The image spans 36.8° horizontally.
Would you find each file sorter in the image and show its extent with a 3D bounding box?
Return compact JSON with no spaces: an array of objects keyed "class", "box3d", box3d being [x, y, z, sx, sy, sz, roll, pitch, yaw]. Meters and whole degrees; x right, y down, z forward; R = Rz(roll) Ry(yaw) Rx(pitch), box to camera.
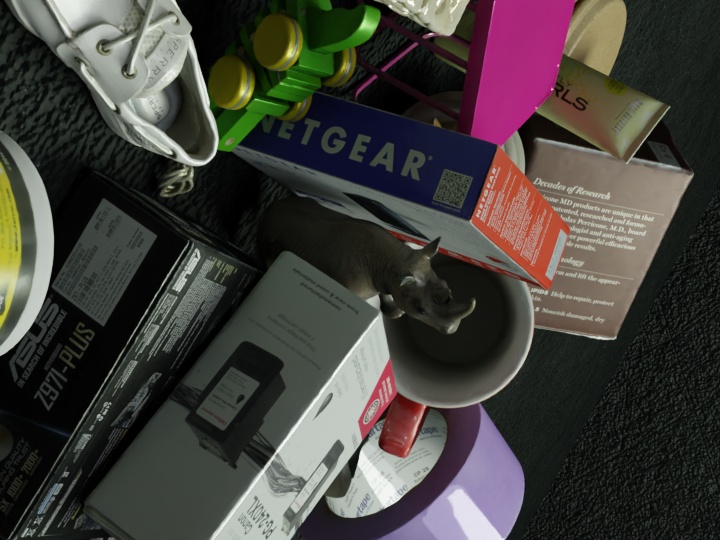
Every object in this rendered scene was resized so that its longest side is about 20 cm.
[{"class":"file sorter","box3d":[0.073,-0.198,0.778,0.139,0.124,0.202,-44,155,-33]}]

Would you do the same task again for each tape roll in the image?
[{"class":"tape roll","box3d":[0.044,0.201,0.981,0.200,0.199,0.085,-48,114,-25]}]

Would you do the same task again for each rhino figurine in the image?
[{"class":"rhino figurine","box3d":[0.000,0.000,0.749,0.060,0.198,0.089,-39,128,-31]}]

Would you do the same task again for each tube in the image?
[{"class":"tube","box3d":[0.154,-0.160,0.899,0.059,0.199,0.052,-61,160,11]}]

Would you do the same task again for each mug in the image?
[{"class":"mug","box3d":[0.061,0.051,0.920,0.177,0.134,0.200,-39,175,6]}]

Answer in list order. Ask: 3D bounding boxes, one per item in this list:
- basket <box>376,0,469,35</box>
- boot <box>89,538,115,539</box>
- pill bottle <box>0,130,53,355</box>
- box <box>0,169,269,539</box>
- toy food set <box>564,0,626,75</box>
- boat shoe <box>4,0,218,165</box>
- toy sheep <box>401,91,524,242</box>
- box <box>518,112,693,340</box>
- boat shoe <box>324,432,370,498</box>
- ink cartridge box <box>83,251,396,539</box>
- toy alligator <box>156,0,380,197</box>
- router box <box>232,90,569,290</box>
[{"class":"basket","box3d":[-0.006,-0.243,0.511,0.202,0.160,0.198,-60,159,10]},{"class":"boot","box3d":[-0.204,0.243,0.834,0.188,0.068,0.202,-36,153,-58]},{"class":"pill bottle","box3d":[-0.223,-0.009,0.410,0.199,0.112,0.114,-4,123,-63]},{"class":"box","box3d":[-0.151,0.061,0.683,0.202,0.085,0.164,-59,159,1]},{"class":"toy food set","box3d":[0.222,-0.218,1.170,0.199,0.048,0.200,-30,145,-50]},{"class":"boat shoe","box3d":[-0.116,-0.120,0.550,0.071,0.069,0.200,-52,156,-11]},{"class":"toy sheep","box3d":[0.080,-0.089,0.939,0.140,0.136,0.200,-63,172,13]},{"class":"box","box3d":[0.196,-0.068,1.076,0.167,0.161,0.202,-98,-159,-56]},{"class":"boat shoe","box3d":[-0.022,0.116,0.906,0.202,0.072,0.062,94,19,-50]},{"class":"ink cartridge box","box3d":[-0.068,0.112,0.702,0.201,0.083,0.146,-53,160,-18]},{"class":"toy alligator","box3d":[-0.067,-0.114,0.646,0.199,0.055,0.059,-32,156,36]},{"class":"router box","box3d":[0.025,-0.059,0.732,0.179,0.198,0.050,30,82,-61]}]
